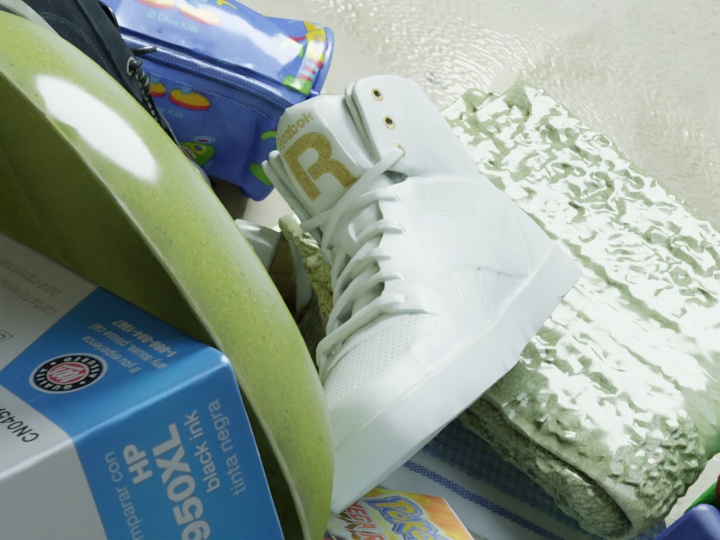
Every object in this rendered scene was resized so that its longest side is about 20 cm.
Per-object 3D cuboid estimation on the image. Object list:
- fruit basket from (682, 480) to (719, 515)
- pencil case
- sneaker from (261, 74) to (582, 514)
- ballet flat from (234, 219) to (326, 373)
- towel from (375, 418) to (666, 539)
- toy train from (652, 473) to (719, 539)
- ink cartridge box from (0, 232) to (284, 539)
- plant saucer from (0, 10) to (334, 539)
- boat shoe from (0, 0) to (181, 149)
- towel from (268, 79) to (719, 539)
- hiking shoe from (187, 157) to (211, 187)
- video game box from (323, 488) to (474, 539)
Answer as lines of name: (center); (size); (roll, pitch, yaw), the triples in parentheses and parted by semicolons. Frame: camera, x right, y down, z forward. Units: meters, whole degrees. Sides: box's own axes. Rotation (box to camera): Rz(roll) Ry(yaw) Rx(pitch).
fruit basket: (0.202, 0.125, 0.992); (0.156, 0.216, 0.216); (33, 33, 0)
pencil case: (-0.108, -0.092, 1.066); (0.200, 0.078, 0.087); (19, 6, -20)
sneaker: (0.000, 0.000, 0.911); (0.116, 0.074, 0.200); (50, 24, -3)
ballet flat: (-0.046, 0.017, 0.938); (0.071, 0.071, 0.200); (33, 15, 0)
towel: (0.048, 0.094, 1.010); (0.147, 0.024, 0.200); (26, 33, -10)
toy train: (0.134, 0.131, 0.795); (0.116, 0.085, 0.200); (52, 9, 21)
ink cartridge box: (-0.139, 0.079, 0.692); (0.200, 0.084, 0.145); (-26, 26, -24)
plant saucer: (-0.068, 0.001, 0.763); (0.031, 0.200, 0.200); (-38, 70, -18)
boat shoe: (-0.100, -0.057, 0.877); (0.200, 0.075, 0.062); (57, 29, -61)
towel: (0.074, 0.010, 1.042); (0.148, 0.036, 0.200); (-34, 59, -31)
hiking shoe: (-0.124, -0.039, 0.964); (0.200, 0.101, 0.076); (0, 46, -41)
video game box: (-0.033, 0.115, 0.807); (0.182, 0.047, 0.200); (10, 16, -20)
